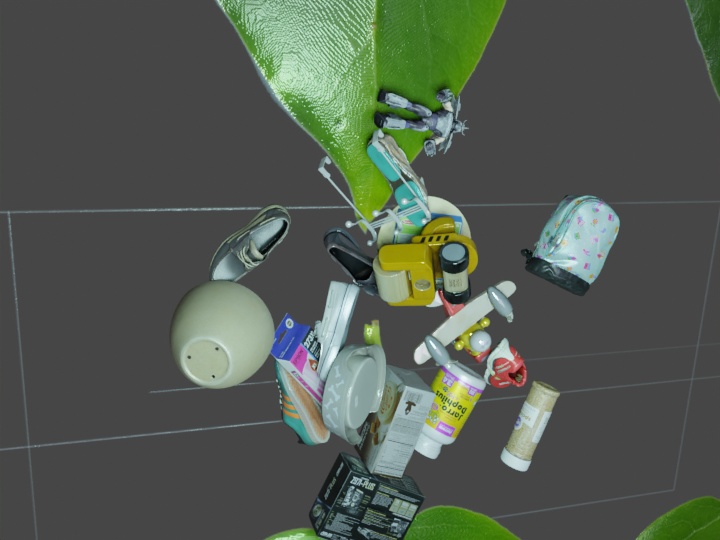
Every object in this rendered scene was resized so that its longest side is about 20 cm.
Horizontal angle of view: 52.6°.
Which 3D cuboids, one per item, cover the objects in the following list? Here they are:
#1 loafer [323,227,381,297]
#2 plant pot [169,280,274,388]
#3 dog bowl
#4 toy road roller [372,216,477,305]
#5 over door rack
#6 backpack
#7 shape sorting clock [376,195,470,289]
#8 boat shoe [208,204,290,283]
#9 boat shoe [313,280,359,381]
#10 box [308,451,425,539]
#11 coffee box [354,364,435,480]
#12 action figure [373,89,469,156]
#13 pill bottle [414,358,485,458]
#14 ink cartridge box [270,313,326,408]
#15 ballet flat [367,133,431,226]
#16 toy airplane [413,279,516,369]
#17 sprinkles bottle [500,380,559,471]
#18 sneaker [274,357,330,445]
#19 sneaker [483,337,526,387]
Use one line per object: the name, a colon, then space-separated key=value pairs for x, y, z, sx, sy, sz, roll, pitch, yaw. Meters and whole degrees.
loafer: x=0.000 y=0.000 z=1.450 sx=0.072 sy=0.063 sz=0.200 roll=-39 pitch=112 yaw=23
plant pot: x=-0.267 y=0.137 z=1.339 sx=0.197 sy=0.135 sz=0.203 roll=1 pitch=111 yaw=4
dog bowl: x=-0.013 y=0.240 z=1.453 sx=0.058 sy=0.200 sz=0.203 roll=11 pitch=105 yaw=23
toy road roller: x=0.128 y=-0.022 z=1.414 sx=0.197 sy=0.147 sz=0.124 roll=-4 pitch=137 yaw=9
over door rack: x=0.022 y=-0.145 z=1.384 sx=0.146 sy=0.067 sz=0.201 roll=-19 pitch=117 yaw=33
backpack: x=0.461 y=-0.060 z=1.555 sx=0.165 sy=0.127 sz=0.202 roll=25 pitch=93 yaw=-19
shape sorting clock: x=0.130 y=-0.053 z=1.497 sx=0.197 sy=0.039 sz=0.203 roll=-2 pitch=108 yaw=-7
boat shoe: x=-0.210 y=-0.044 z=1.373 sx=0.074 sy=0.073 sz=0.200 roll=42 pitch=90 yaw=-23
boat shoe: x=-0.060 y=0.119 z=1.461 sx=0.066 sy=0.074 sz=0.202 roll=16 pitch=76 yaw=8
box: x=0.013 y=0.514 z=1.591 sx=0.198 sy=0.086 sz=0.165 roll=24 pitch=97 yaw=-22
coffee box: x=0.071 y=0.319 z=1.542 sx=0.079 sy=0.114 sz=0.202 roll=17 pitch=100 yaw=-23
action figure: x=0.125 y=-0.292 z=1.416 sx=0.197 sy=0.069 sz=0.132 roll=7 pitch=98 yaw=-22
pill bottle: x=0.182 y=0.301 z=1.577 sx=0.103 sy=0.104 sz=0.202 roll=26 pitch=96 yaw=-22
ink cartridge box: x=-0.098 y=0.185 z=1.469 sx=0.200 sy=0.037 sz=0.095 roll=48 pitch=49 yaw=-21
ballet flat: x=0.088 y=-0.182 z=1.427 sx=0.201 sy=0.068 sz=0.067 roll=58 pitch=40 yaw=-15
toy airplane: x=0.218 y=0.109 z=1.495 sx=0.197 sy=0.141 sz=0.202 roll=5 pitch=115 yaw=-30
sprinkles bottle: x=0.391 y=0.357 z=1.679 sx=0.067 sy=0.068 sz=0.202 roll=18 pitch=98 yaw=-21
sneaker: x=-0.137 y=0.266 z=1.483 sx=0.079 sy=0.071 sz=0.202 roll=-22 pitch=93 yaw=34
sneaker: x=0.317 y=0.221 z=1.567 sx=0.077 sy=0.085 sz=0.200 roll=-44 pitch=154 yaw=-10
